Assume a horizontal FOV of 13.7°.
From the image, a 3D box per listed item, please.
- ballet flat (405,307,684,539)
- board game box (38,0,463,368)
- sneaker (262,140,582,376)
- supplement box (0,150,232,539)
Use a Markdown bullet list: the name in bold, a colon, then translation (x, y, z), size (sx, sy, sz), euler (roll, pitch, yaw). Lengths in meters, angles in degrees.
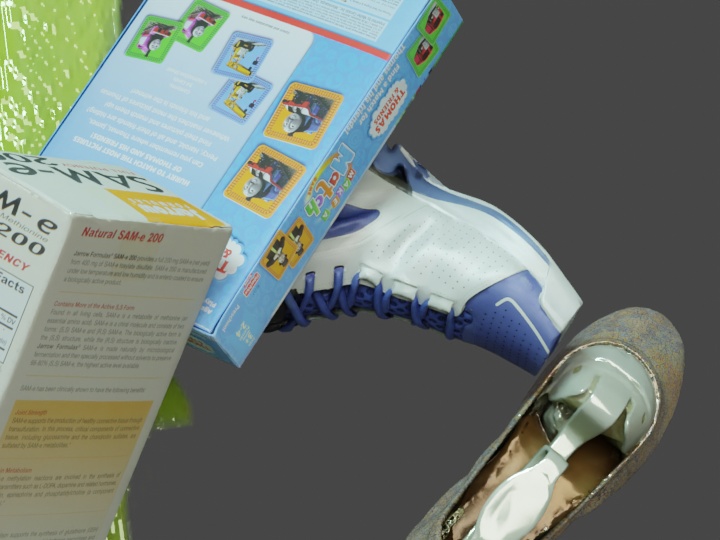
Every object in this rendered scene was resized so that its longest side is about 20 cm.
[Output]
- **ballet flat**: translation (0.096, 0.088, 1.426), size (0.068, 0.067, 0.200), euler (39, 69, 3)
- **board game box**: translation (-0.065, -0.067, 1.414), size (0.151, 0.037, 0.200), euler (22, 71, 35)
- **sneaker**: translation (-0.001, -0.001, 1.439), size (0.199, 0.081, 0.115), euler (39, 73, 11)
- **supplement box**: translation (-0.150, 0.053, 1.310), size (0.073, 0.126, 0.200), euler (28, 101, 28)
